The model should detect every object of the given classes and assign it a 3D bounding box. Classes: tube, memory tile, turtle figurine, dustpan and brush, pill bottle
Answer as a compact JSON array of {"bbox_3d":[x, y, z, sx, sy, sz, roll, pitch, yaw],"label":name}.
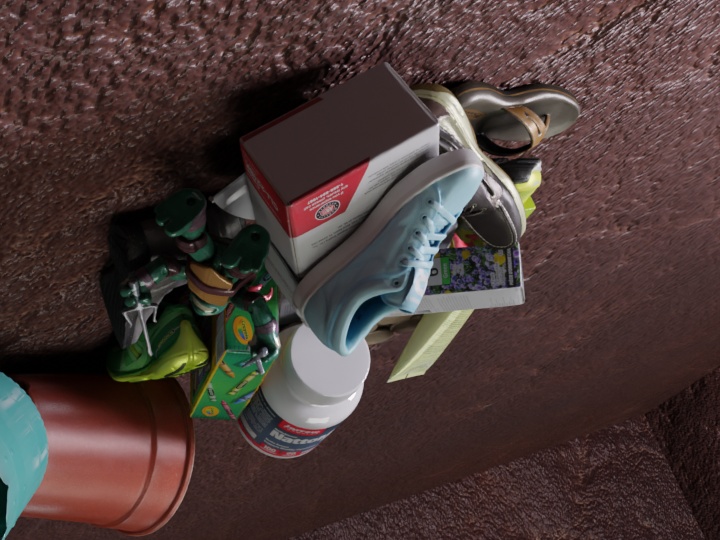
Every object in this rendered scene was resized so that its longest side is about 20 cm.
[{"bbox_3d":[0.098,0.050,1.362,0.058,0.052,0.201,21,116,-17],"label":"tube"},{"bbox_3d":[-0.027,0.072,1.380,0.199,0.017,0.153,-21,159,21],"label":"memory tile"},{"bbox_3d":[-0.134,0.012,1.037,0.149,0.101,0.200,13,149,-4],"label":"turtle figurine"},{"bbox_3d":[-0.056,-0.087,1.073,0.139,0.057,0.200,-38,154,4],"label":"dustpan and brush"},{"bbox_3d":[-0.063,0.127,1.306,0.119,0.120,0.200,-15,163,-25],"label":"pill bottle"}]

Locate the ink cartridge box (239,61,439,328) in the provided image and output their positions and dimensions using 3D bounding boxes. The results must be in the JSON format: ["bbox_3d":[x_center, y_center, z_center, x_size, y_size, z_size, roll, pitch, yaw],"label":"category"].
[{"bbox_3d":[-0.013,-0.058,1.008,0.144,0.084,0.200,-30,151,-15],"label":"ink cartridge box"}]

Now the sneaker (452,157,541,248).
[{"bbox_3d":[0.136,-0.063,1.208,0.078,0.091,0.200,0,173,-10],"label":"sneaker"}]

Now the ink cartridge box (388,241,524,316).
[{"bbox_3d":[0.067,0.012,1.210,0.198,0.051,0.109,-5,169,8],"label":"ink cartridge box"}]

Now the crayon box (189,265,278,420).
[{"bbox_3d":[-0.139,0.072,1.270,0.058,0.120,0.200,6,152,-17],"label":"crayon box"}]

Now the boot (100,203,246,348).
[{"bbox_3d":[-0.176,0.005,1.138,0.131,0.070,0.200,-17,161,-25],"label":"boot"}]

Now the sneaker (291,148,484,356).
[{"bbox_3d":[0.038,-0.008,0.962,0.200,0.082,0.074,-45,152,15],"label":"sneaker"}]

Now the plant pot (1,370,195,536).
[{"bbox_3d":[-0.324,0.197,1.321,0.200,0.202,0.195,-35,151,31],"label":"plant pot"}]

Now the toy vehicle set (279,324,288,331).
[{"bbox_3d":[-0.100,0.080,1.474,0.124,0.027,0.200,-33,165,24],"label":"toy vehicle set"}]

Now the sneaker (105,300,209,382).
[{"bbox_3d":[-0.219,0.075,1.274,0.074,0.084,0.200,-5,173,-34],"label":"sneaker"}]

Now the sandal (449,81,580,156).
[{"bbox_3d":[0.143,-0.142,1.140,0.199,0.055,0.082,-1,151,-49],"label":"sandal"}]

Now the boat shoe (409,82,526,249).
[{"bbox_3d":[0.088,-0.081,1.085,0.073,0.065,0.200,-7,136,39],"label":"boat shoe"}]

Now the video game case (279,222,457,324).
[{"bbox_3d":[0.000,0.000,1.270,0.181,0.024,0.200,-8,156,-11],"label":"video game case"}]

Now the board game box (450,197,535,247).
[{"bbox_3d":[0.090,-0.047,1.348,0.199,0.048,0.102,-14,159,-26],"label":"board game box"}]

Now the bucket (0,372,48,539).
[{"bbox_3d":[-0.409,0.190,1.134,0.206,0.208,0.135,-28,-169,13],"label":"bucket"}]
